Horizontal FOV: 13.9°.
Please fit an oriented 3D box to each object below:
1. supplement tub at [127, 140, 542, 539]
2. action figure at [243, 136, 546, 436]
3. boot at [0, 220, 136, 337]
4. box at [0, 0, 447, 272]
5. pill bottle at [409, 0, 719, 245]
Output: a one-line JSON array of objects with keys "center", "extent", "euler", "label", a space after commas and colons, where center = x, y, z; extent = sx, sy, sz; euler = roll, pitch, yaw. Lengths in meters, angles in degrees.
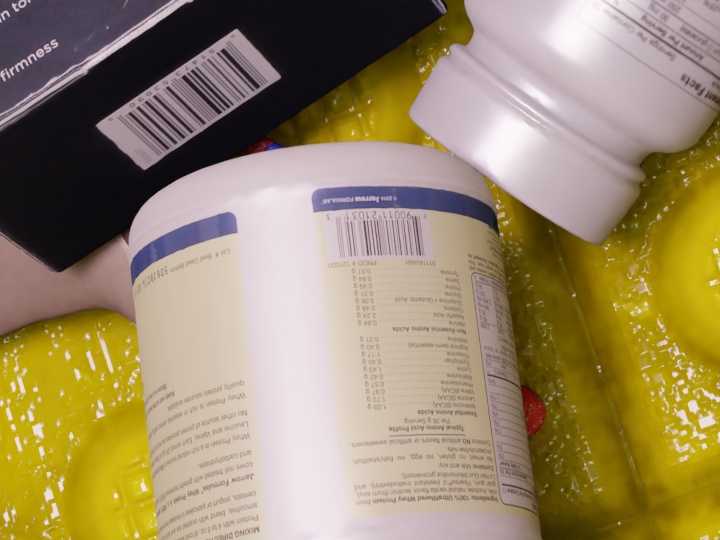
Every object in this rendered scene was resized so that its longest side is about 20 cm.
[{"center": [-0.008, 0.066, 1.109], "extent": [0.144, 0.145, 0.201], "euler": [-12, 75, 18], "label": "supplement tub"}, {"center": [0.000, 0.000, 1.223], "extent": [0.200, 0.052, 0.066], "euler": [42, 105, 14], "label": "action figure"}, {"center": [-0.149, -0.001, 1.268], "extent": [0.146, 0.070, 0.201], "euler": [-37, 70, 16], "label": "boot"}, {"center": [-0.105, -0.144, 1.189], "extent": [0.199, 0.124, 0.197], "euler": [-33, 63, 7], "label": "box"}, {"center": [0.112, -0.118, 1.158], "extent": [0.113, 0.113, 0.201], "euler": [37, 98, 18], "label": "pill bottle"}]
